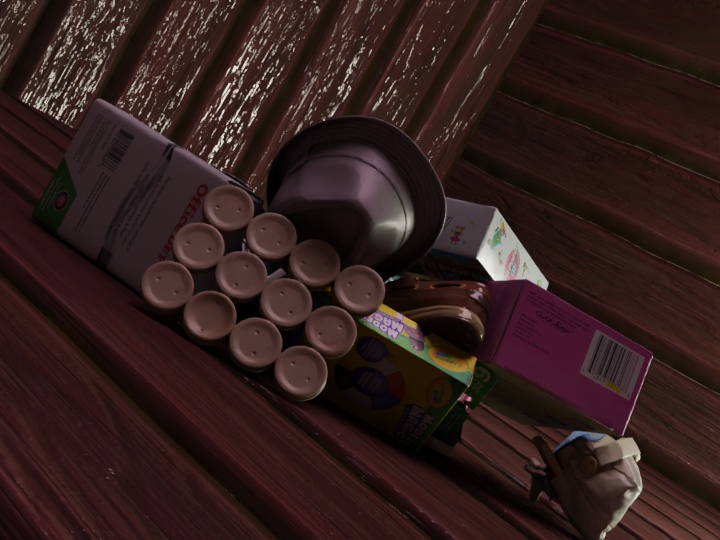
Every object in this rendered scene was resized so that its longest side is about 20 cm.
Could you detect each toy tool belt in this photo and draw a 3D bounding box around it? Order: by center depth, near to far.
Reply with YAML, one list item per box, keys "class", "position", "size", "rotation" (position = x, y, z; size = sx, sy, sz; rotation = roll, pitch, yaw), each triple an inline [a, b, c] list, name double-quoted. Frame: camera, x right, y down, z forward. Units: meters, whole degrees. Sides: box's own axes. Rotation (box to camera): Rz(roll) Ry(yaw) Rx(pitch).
- class: "toy tool belt"
  position: [0.242, 0.218, 1.473]
  size: [0.123, 0.125, 0.200]
  rotation: [39, 3, 8]

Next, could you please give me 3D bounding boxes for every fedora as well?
- class: "fedora"
  position: [-0.023, -0.051, 1.313]
  size: [0.199, 0.090, 0.177]
  rotation: [-18, -70, 37]

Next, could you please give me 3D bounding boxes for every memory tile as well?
- class: "memory tile"
  position: [-0.091, 0.020, 1.246]
  size: [0.199, 0.154, 0.017]
  rotation: [32, -25, 6]

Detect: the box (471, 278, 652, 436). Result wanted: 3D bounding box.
- class: "box"
  position: [0.175, 0.092, 1.422]
  size: [0.175, 0.097, 0.200]
  rotation: [29, -14, -21]

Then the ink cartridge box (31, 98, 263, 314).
- class: "ink cartridge box"
  position: [-0.219, -0.064, 1.370]
  size: [0.200, 0.147, 0.083]
  rotation: [33, 3, 28]

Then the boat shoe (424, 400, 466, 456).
- class: "boat shoe"
  position: [0.064, 0.145, 1.476]
  size: [0.072, 0.063, 0.200]
  rotation: [26, 2, -23]

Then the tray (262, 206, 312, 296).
- class: "tray"
  position: [-0.086, 0.009, 1.560]
  size: [0.200, 0.037, 0.099]
  rotation: [54, -15, 19]

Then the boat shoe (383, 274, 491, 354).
- class: "boat shoe"
  position: [0.045, 0.043, 1.355]
  size: [0.199, 0.068, 0.072]
  rotation: [-1, -43, 35]

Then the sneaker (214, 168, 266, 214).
- class: "sneaker"
  position: [-0.195, -0.089, 1.511]
  size: [0.199, 0.076, 0.088]
  rotation: [29, -3, -11]

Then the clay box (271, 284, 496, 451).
- class: "clay box"
  position: [0.024, 0.099, 1.316]
  size: [0.199, 0.115, 0.048]
  rotation: [30, 40, -2]

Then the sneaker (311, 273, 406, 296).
- class: "sneaker"
  position: [0.000, 0.000, 1.508]
  size: [0.077, 0.080, 0.200]
  rotation: [68, 16, 8]

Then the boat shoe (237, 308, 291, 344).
- class: "boat shoe"
  position: [-0.096, 0.054, 1.490]
  size: [0.073, 0.063, 0.201]
  rotation: [27, 2, -23]

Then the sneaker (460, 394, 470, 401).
- class: "sneaker"
  position: [0.044, 0.125, 1.654]
  size: [0.199, 0.074, 0.087]
  rotation: [25, -5, -31]

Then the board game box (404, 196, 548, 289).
- class: "board game box"
  position: [0.107, -0.017, 1.465]
  size: [0.147, 0.065, 0.200]
  rotation: [15, -16, 30]

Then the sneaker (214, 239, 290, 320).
- class: "sneaker"
  position: [-0.106, -0.024, 1.447]
  size: [0.072, 0.200, 0.083]
  rotation: [-12, -66, 48]
